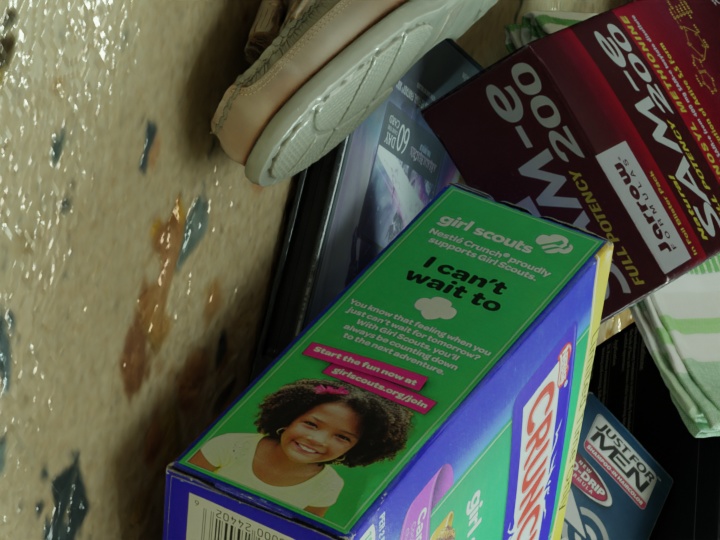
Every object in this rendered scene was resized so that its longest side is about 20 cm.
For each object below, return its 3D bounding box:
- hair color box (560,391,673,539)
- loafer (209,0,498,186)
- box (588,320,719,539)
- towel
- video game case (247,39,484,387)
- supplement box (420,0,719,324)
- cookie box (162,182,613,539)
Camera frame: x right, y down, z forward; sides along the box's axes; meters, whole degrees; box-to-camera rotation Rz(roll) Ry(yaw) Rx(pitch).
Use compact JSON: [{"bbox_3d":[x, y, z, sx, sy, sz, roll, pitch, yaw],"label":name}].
[{"bbox_3d":[0.051,0.150,1.237,0.061,0.100,0.200,45,44,-16],"label":"hair color box"},{"bbox_3d":[0.001,-0.098,1.048,0.200,0.063,0.072,-42,170,-44],"label":"loafer"},{"bbox_3d":[0.139,0.114,1.336,0.079,0.141,0.201,33,42,-23],"label":"box"},{"bbox_3d":[0.149,-0.024,1.314,0.152,0.023,0.201,-4,66,-52],"label":"towel"},{"bbox_3d":[0.000,0.000,1.150,0.143,0.019,0.201,30,71,-70],"label":"video game case"},{"bbox_3d":[0.115,-0.051,1.217,0.109,0.061,0.200,59,32,2],"label":"supplement box"},{"bbox_3d":[0.008,0.091,1.080,0.200,0.075,0.172,-47,151,-46],"label":"cookie box"}]
